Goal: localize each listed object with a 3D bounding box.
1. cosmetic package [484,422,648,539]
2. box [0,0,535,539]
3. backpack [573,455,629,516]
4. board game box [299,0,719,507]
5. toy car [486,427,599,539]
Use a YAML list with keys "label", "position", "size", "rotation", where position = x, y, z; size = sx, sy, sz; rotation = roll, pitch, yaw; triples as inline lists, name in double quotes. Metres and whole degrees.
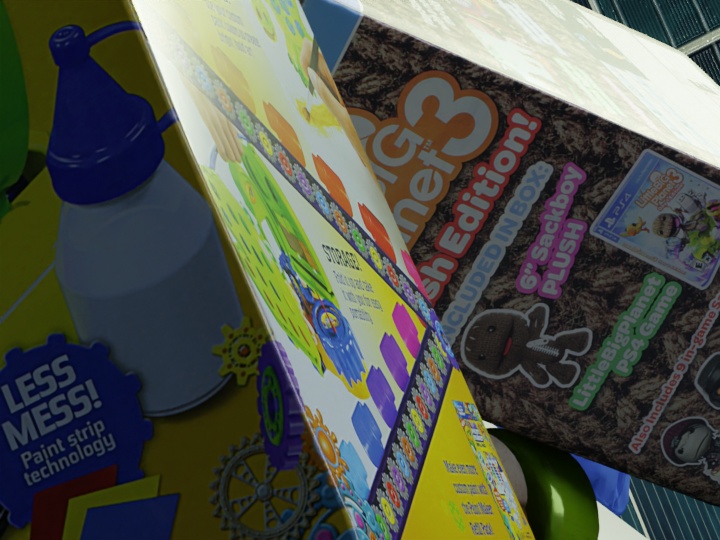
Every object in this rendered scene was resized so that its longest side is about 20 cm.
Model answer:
- label: "cosmetic package"
  position: [0.036, 0.101, 0.970]
  size: [0.200, 0.083, 0.051]
  rotation: [37, 13, 30]
- label: "box"
  position: [-0.104, 0.009, 0.513]
  size: [0.194, 0.199, 0.122]
  rotation: [66, 13, 12]
- label: "backpack"
  position: [0.037, 0.025, 1.167]
  size: [0.162, 0.167, 0.201]
  rotation: [39, 30, -48]
- label: "board game box"
  position: [0.025, -0.033, 0.843]
  size: [0.199, 0.097, 0.160]
  rotation: [21, 16, -24]
- label: "toy car"
  position: [-0.029, 0.140, 0.793]
  size: [0.164, 0.157, 0.201]
  rotation: [13, 77, -55]
